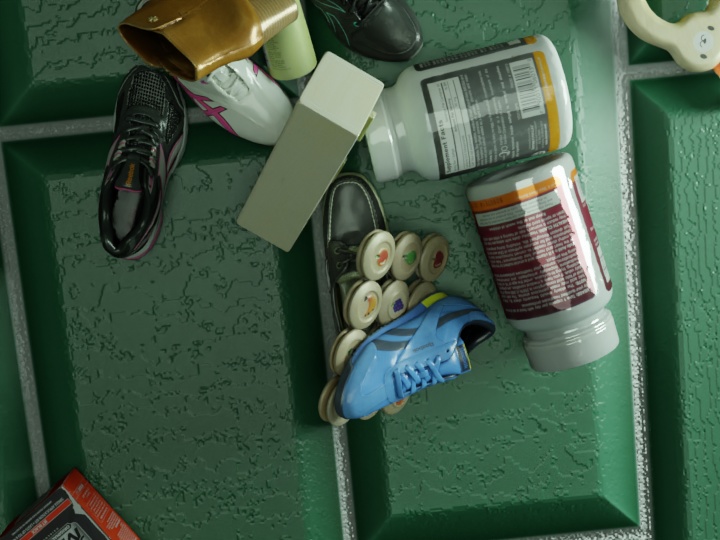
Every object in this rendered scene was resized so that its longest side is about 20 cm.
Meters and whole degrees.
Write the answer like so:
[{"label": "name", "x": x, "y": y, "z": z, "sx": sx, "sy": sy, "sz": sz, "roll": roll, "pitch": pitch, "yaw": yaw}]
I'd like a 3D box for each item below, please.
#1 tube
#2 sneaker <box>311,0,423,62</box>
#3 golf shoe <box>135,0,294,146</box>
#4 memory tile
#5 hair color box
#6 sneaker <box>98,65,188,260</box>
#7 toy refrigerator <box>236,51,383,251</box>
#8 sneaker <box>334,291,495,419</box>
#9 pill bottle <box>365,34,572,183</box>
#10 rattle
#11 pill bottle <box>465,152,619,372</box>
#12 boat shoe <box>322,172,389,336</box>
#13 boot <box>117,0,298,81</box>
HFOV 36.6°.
[{"label": "tube", "x": -0.088, "y": -0.283, "z": 1.050, "sx": 0.057, "sy": 0.052, "sz": 0.201, "roll": -4, "pitch": 128, "yaw": 16}, {"label": "sneaker", "x": -0.020, "y": -0.278, "z": 1.082, "sx": 0.199, "sy": 0.079, "sz": 0.076, "roll": 38, "pitch": 96, "yaw": -7}, {"label": "golf shoe", "x": -0.146, "y": -0.194, "z": 1.087, "sx": 0.200, "sy": 0.092, "sz": 0.073, "roll": 40, "pitch": 96, "yaw": -8}, {"label": "memory tile", "x": 0.027, "y": 0.057, "z": 1.109, "sx": 0.017, "sy": 0.153, "sz": 0.202, "roll": 21, "pitch": 101, "yaw": 36}, {"label": "hair color box", "x": -0.285, "y": 0.326, "z": 1.179, "sx": 0.101, "sy": 0.061, "sz": 0.200, "roll": -40, "pitch": 98, "yaw": 4}, {"label": "sneaker", "x": -0.222, "y": -0.104, "z": 1.101, "sx": 0.079, "sy": 0.086, "sz": 0.202, "roll": 6, "pitch": 98, "yaw": -4}, {"label": "toy refrigerator", "x": -0.049, "y": -0.108, "z": 1.049, "sx": 0.070, "sy": 0.076, "sz": 0.200, "roll": 29, "pitch": 142, "yaw": -5}, {"label": "sneaker", "x": 0.058, "y": 0.089, "z": 1.087, "sx": 0.078, "sy": 0.200, "sz": 0.066, "roll": 25, "pitch": 134, "yaw": 35}, {"label": "pill bottle", "x": 0.101, "y": -0.156, "z": 1.084, "sx": 0.198, "sy": 0.116, "sz": 0.117, "roll": -14, "pitch": 99, "yaw": 2}, {"label": "rattle", "x": 0.344, "y": -0.256, "z": 1.065, "sx": 0.129, "sy": 0.143, "sz": 0.201, "roll": -28, "pitch": 92, "yaw": -15}, {"label": "pill bottle", "x": 0.189, "y": -0.008, "z": 1.109, "sx": 0.113, "sy": 0.114, "sz": 0.202, "roll": -19, "pitch": 98, "yaw": 2}, {"label": "boat shoe", "x": -0.001, "y": 0.001, "z": 1.130, "sx": 0.071, "sy": 0.066, "sz": 0.203, "roll": -4, "pitch": 99, "yaw": -1}, {"label": "boot", "x": -0.169, "y": -0.254, "z": 1.006, "sx": 0.201, "sy": 0.071, "sz": 0.144, "roll": 38, "pitch": 54, "yaw": 27}]
